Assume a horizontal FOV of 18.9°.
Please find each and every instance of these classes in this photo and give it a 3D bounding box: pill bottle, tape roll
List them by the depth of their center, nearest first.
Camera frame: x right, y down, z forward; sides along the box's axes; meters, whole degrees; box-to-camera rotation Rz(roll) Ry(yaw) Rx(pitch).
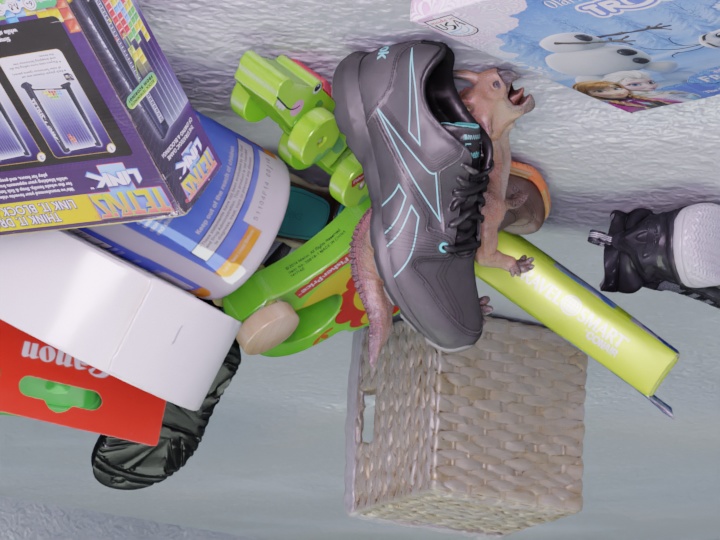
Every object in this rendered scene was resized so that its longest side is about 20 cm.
[{"bbox_3d":[-0.156,-0.070,1.425,0.200,0.112,0.112,29,156,-26],"label":"pill bottle"},{"bbox_3d":[-0.184,0.021,1.473,0.202,0.071,0.202,27,177,2],"label":"tape roll"}]

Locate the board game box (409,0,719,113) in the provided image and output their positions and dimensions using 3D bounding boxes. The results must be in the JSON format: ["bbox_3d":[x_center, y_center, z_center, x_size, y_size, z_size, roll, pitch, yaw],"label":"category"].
[{"bbox_3d":[0.167,-0.146,1.192,0.199,0.043,0.200,18,161,-41],"label":"board game box"}]

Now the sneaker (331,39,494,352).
[{"bbox_3d":[0.044,-0.047,1.342,0.079,0.200,0.075,-17,-177,28],"label":"sneaker"}]

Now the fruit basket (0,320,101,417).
[{"bbox_3d":[-0.259,0.029,1.710,0.155,0.216,0.216,8,166,-16],"label":"fruit basket"}]

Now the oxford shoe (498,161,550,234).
[{"bbox_3d":[0.080,-0.048,1.563,0.071,0.073,0.200,-3,165,30],"label":"oxford shoe"}]

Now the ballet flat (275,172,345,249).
[{"bbox_3d":[-0.040,-0.043,1.671,0.069,0.070,0.200,-4,163,30],"label":"ballet flat"}]

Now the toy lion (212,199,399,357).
[{"bbox_3d":[0.000,0.000,1.641,0.200,0.069,0.192,-36,158,3],"label":"toy lion"}]

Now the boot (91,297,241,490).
[{"bbox_3d":[-0.157,0.057,1.713,0.073,0.163,0.198,17,127,-27],"label":"boot"}]

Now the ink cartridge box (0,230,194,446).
[{"bbox_3d":[-0.201,0.012,1.587,0.162,0.200,0.057,14,156,-13],"label":"ink cartridge box"}]

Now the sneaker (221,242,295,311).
[{"bbox_3d":[-0.097,0.031,1.794,0.200,0.074,0.088,-44,151,24],"label":"sneaker"}]

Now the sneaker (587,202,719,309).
[{"bbox_3d":[0.255,-0.008,1.699,0.114,0.076,0.200,2,167,32],"label":"sneaker"}]

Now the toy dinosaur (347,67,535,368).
[{"bbox_3d":[0.043,-0.039,1.425,0.136,0.200,0.086,44,176,-29],"label":"toy dinosaur"}]

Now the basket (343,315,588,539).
[{"bbox_3d":[0.108,0.154,2.140,0.200,0.198,0.161,13,162,-31],"label":"basket"}]

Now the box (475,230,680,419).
[{"bbox_3d":[0.175,0.037,1.689,0.200,0.048,0.122,36,-176,6],"label":"box"}]

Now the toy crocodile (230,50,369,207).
[{"bbox_3d":[-0.028,-0.098,1.424,0.068,0.062,0.200,37,177,28],"label":"toy crocodile"}]

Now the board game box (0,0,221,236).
[{"bbox_3d":[-0.204,-0.103,1.276,0.200,0.057,0.165,-4,128,33],"label":"board game box"}]
